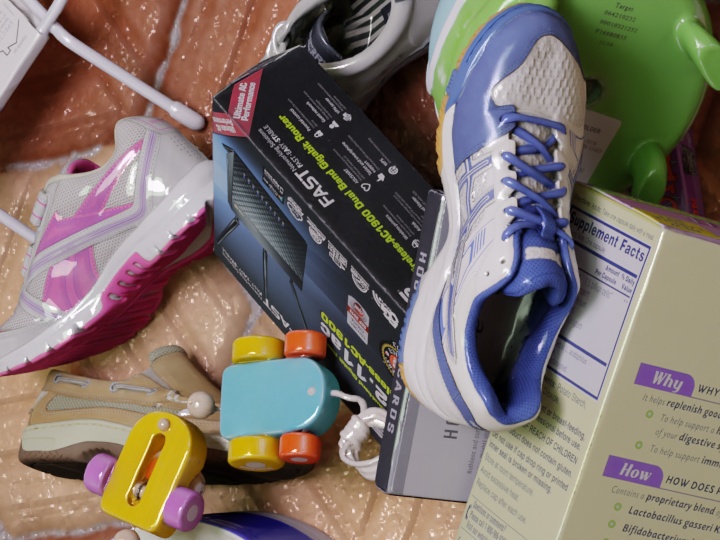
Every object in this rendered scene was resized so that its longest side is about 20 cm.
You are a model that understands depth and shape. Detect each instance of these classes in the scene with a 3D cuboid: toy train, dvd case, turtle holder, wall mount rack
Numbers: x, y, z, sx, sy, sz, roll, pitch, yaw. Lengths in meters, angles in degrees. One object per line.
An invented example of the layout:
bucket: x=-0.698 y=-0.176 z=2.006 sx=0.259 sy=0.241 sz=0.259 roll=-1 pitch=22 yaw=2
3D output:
toy train: x=-0.063 y=0.128 z=1.492 sx=0.200 sy=0.056 sz=0.150 roll=-43 pitch=60 yaw=7
dvd case: x=0.112 y=0.046 z=1.395 sx=0.025 sy=0.200 sz=0.151 roll=-156 pitch=76 yaw=-66
turtle holder: x=0.099 y=-0.128 z=1.400 sx=0.132 sy=0.141 sz=0.186 roll=-113 pitch=15 yaw=-54
wall mount rack: x=-0.195 y=-0.097 z=1.663 sx=0.174 sy=0.075 sz=0.200 roll=46 pitch=111 yaw=29

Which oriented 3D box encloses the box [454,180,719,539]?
box: x=0.164 y=0.080 z=1.352 sx=0.097 sy=0.176 sz=0.200 roll=36 pitch=110 yaw=63

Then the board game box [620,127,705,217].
board game box: x=0.120 y=-0.055 z=1.488 sx=0.120 sy=0.032 sz=0.200 roll=-13 pitch=80 yaw=26

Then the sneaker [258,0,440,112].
sneaker: x=-0.024 y=-0.118 z=1.543 sx=0.200 sy=0.071 sz=0.073 roll=-42 pitch=61 yaw=35

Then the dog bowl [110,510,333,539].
dog bowl: x=-0.079 y=0.235 z=1.564 sx=0.200 sy=0.079 sz=0.201 roll=-2 pitch=87 yaw=32

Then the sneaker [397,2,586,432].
sneaker: x=0.078 y=-0.022 z=1.302 sx=0.088 sy=0.075 sz=0.200 roll=-153 pitch=70 yaw=-63

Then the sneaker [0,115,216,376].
sneaker: x=-0.151 y=-0.015 z=1.616 sx=0.200 sy=0.081 sz=0.088 roll=-42 pitch=74 yaw=22

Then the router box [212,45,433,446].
router box: x=0.000 y=0.000 z=1.488 sx=0.062 sy=0.150 sz=0.200 roll=-32 pitch=63 yaw=-20

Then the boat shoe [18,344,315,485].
boat shoe: x=-0.110 y=0.079 z=1.603 sx=0.200 sy=0.072 sz=0.076 roll=0 pitch=72 yaw=31
